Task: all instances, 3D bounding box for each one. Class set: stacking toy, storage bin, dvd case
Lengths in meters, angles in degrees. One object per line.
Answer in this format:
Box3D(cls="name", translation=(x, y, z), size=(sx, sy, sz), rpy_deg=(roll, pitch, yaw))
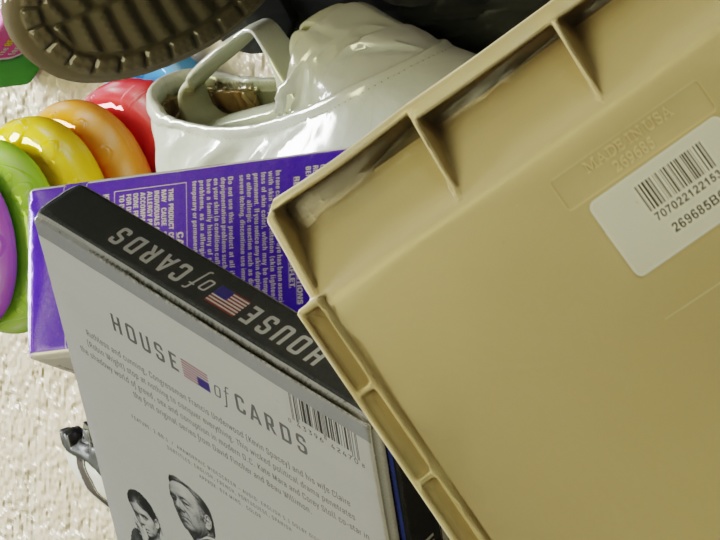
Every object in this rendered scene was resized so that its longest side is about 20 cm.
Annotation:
Box3D(cls="stacking toy", translation=(-0.139, -0.014, 1.104), size=(0.116, 0.199, 0.110), rpy_deg=(47, 131, 30))
Box3D(cls="storage bin", translation=(0.111, 0.010, 0.737), size=(0.200, 0.094, 0.199), rpy_deg=(-35, 90, 18))
Box3D(cls="dvd case", translation=(-0.029, 0.081, 0.885), size=(0.150, 0.025, 0.201), rpy_deg=(30, 144, 35))

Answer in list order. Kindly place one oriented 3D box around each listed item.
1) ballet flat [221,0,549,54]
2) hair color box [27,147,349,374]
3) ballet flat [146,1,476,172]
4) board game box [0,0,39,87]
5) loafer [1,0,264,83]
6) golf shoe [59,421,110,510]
Box3D(cls="ballet flat", translation=(0.021, -0.109, 1.012), size=(0.199, 0.057, 0.067), rpy_deg=(5, 128, 43))
Box3D(cls="hair color box", translation=(0.000, 0.000, 0.945), size=(0.199, 0.109, 0.065), rpy_deg=(-5, 77, 21))
Box3D(cls="ballet flat", translation=(-0.017, -0.061, 1.004), size=(0.200, 0.069, 0.070), rpy_deg=(-11, 91, 52))
Box3D(cls="board game box", translation=(-0.146, -0.194, 1.189), size=(0.200, 0.040, 0.154), rpy_deg=(-47, 64, 45))
Box3D(cls="loafer", translation=(-0.049, -0.142, 1.002), size=(0.076, 0.200, 0.067), rpy_deg=(56, 167, -26))
Box3D(cls="golf shoe", translation=(-0.044, 0.101, 1.013), size=(0.200, 0.077, 0.095), rpy_deg=(17, 116, 52))
